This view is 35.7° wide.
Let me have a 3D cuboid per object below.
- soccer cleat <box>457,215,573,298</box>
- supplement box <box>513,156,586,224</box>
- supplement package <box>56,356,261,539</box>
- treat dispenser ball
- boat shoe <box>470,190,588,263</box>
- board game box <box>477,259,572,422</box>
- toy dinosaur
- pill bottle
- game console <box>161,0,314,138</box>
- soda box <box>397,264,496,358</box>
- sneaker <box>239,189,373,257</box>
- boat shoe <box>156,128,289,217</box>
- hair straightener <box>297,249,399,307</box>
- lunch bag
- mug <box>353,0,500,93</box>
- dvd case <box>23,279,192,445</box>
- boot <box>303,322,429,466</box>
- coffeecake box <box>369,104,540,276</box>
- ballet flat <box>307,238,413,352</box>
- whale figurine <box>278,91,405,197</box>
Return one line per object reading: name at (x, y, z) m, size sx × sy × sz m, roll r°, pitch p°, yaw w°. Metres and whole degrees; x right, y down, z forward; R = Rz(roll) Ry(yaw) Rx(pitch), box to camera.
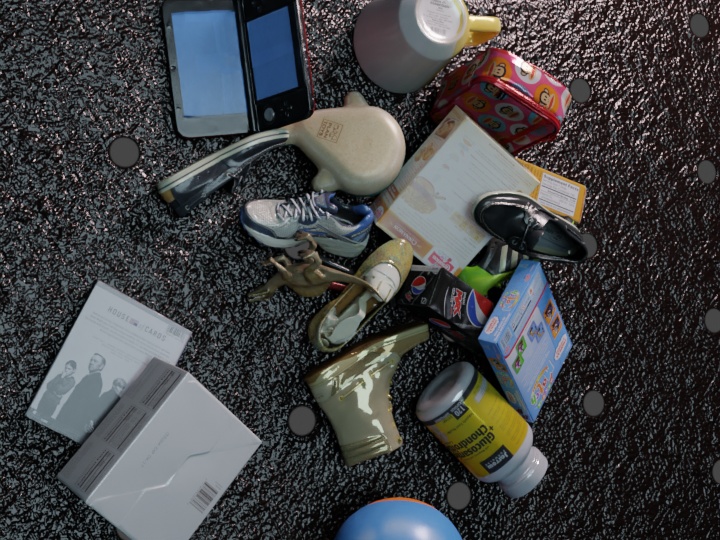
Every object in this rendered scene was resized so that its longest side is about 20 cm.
soccer cleat at (0.232, -0.036, 1.696) m, size 0.199 × 0.068 × 0.082 m, roll -34°, pitch 92°, yaw -2°
supplement box at (0.248, -0.128, 1.728) m, size 0.198 × 0.066 × 0.070 m, roll 22°, pitch 76°, yaw -20°
supplement package at (-0.259, 0.245, 1.451) m, size 0.201 × 0.110 × 0.156 m, roll -52°, pitch 122°, yaw -17°
treat dispenser ball at (0.052, 0.414, 1.535) m, size 0.198 × 0.200 × 0.204 m, roll 2°, pitch 85°, yaw -22°
boat shoe at (0.247, -0.053, 1.600) m, size 0.198 × 0.066 × 0.075 m, roll 25°, pitch 110°, yaw -31°
board game box at (0.249, 0.106, 1.662) m, size 0.152 × 0.036 × 0.201 m, roll -57°, pitch 138°, yaw -27°
toy dinosaur at (-0.067, 0.001, 1.551) m, size 0.059 × 0.197 × 0.102 m, roll -77°, pitch 157°, yaw -45°
pill bottle at (0.183, 0.239, 1.649) m, size 0.200 × 0.112 × 0.112 m, roll 46°, pitch 72°, yaw -12°
game console at (-0.169, -0.295, 1.545) m, size 0.118 × 0.171 × 0.203 m, roll -5°, pitch 86°, yaw -48°
soda box at (0.148, 0.064, 1.638) m, size 0.199 × 0.070 × 0.064 m, roll 33°, pitch 71°, yaw -38°
sneaker at (-0.072, -0.081, 1.573) m, size 0.198 × 0.085 × 0.078 m, roll 6°, pitch 52°, yaw -24°
boat shoe at (-0.183, -0.138, 1.549) m, size 0.199 × 0.075 × 0.063 m, roll -30°, pitch 100°, yaw -12°
hair straightener at (0.000, 0.000, 1.629) m, size 0.198 × 0.041 × 0.078 m, roll 15°, pitch 80°, yaw -15°
lunch bag at (0.214, -0.238, 1.652) m, size 0.175 × 0.200 × 0.083 m, roll 28°, pitch 72°, yaw -17°
mug at (0.098, -0.361, 1.638) m, size 0.186 × 0.153 × 0.150 m, roll -39°, pitch 100°, yaw -20°
dvd case at (-0.334, 0.137, 1.494) m, size 0.149 × 0.025 × 0.202 m, roll 30°, pitch 75°, yaw -17°
boot at (0.034, 0.175, 1.615) m, size 0.198 × 0.073 × 0.157 m, roll -27°, pitch 96°, yaw -20°
coffeecake box at (0.134, -0.108, 1.625) m, size 0.153 × 0.073 × 0.200 m, roll 37°, pitch 101°, yaw -21°
ballet flat at (0.006, 0.041, 1.582) m, size 0.200 × 0.071 × 0.071 m, roll -45°, pitch 103°, yaw 4°
whale figurine at (-0.033, -0.180, 1.615) m, size 0.198 × 0.104 × 0.161 m, roll 18°, pitch 79°, yaw 5°
